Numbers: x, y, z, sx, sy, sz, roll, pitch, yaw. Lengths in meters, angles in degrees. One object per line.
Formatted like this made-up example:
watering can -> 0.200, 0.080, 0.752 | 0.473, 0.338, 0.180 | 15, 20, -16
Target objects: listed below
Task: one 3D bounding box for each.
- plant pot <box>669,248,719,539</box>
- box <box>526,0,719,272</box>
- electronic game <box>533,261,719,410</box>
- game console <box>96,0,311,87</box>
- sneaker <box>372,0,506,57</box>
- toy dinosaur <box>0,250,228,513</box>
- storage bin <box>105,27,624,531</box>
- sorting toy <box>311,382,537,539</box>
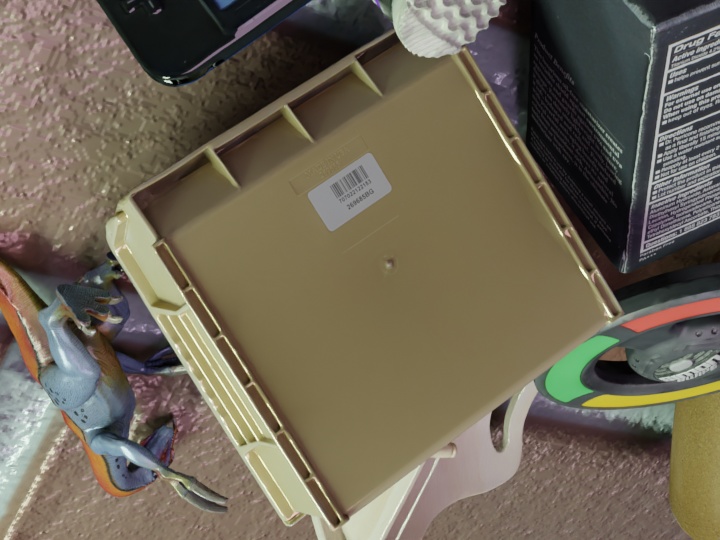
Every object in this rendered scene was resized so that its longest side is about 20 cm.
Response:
plant pot -> 0.307, 0.080, 1.032 | 0.186, 0.186, 0.200 | -21, 117, -14
box -> 0.207, -0.135, 0.793 | 0.200, 0.123, 0.199 | -24, 146, -12
electronic game -> 0.205, 0.046, 0.886 | 0.200, 0.042, 0.200 | -8, 157, -4
game console -> -0.062, -0.212, 0.617 | 0.200, 0.171, 0.118 | -35, 161, 0
sneaker -> 0.067, -0.209, 0.697 | 0.200, 0.100, 0.070 | -47, 139, 15
toy dinosaur -> -0.153, 0.061, 0.831 | 0.200, 0.105, 0.182 | 22, 132, 0
storage bin -> 0.000, 0.000, 0.752 | 0.200, 0.094, 0.199 | -34, 97, -17
sorting toy -> 0.067, 0.093, 0.947 | 0.180, 0.107, 0.200 | 3, 122, -41
